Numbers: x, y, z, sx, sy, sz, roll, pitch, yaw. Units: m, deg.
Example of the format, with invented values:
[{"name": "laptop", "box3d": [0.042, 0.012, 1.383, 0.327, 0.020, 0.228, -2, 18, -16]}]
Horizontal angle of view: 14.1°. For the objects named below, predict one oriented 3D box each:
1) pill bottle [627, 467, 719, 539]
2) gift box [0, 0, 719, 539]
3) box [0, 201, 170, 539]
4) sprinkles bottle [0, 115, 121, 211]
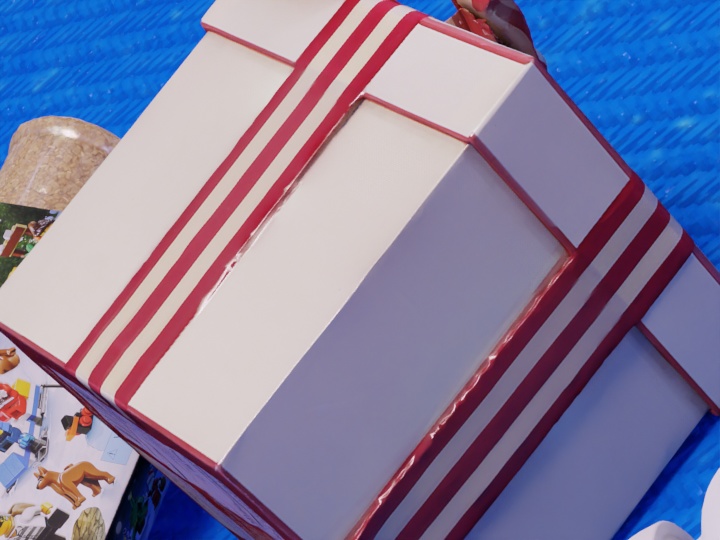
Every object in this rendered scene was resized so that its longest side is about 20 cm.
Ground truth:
[{"name": "pill bottle", "box3d": [0.166, 0.081, 0.817, 0.200, 0.110, 0.110, -30, 38, 17]}, {"name": "gift box", "box3d": [0.000, 0.000, 0.990, 0.187, 0.185, 0.200, -51, 43, -8]}, {"name": "box", "box3d": [-0.140, 0.067, 1.095, 0.136, 0.038, 0.200, 9, 57, 17]}, {"name": "sprinkles bottle", "box3d": [-0.148, 0.032, 1.189, 0.068, 0.068, 0.200, -7, 49, 38]}]
